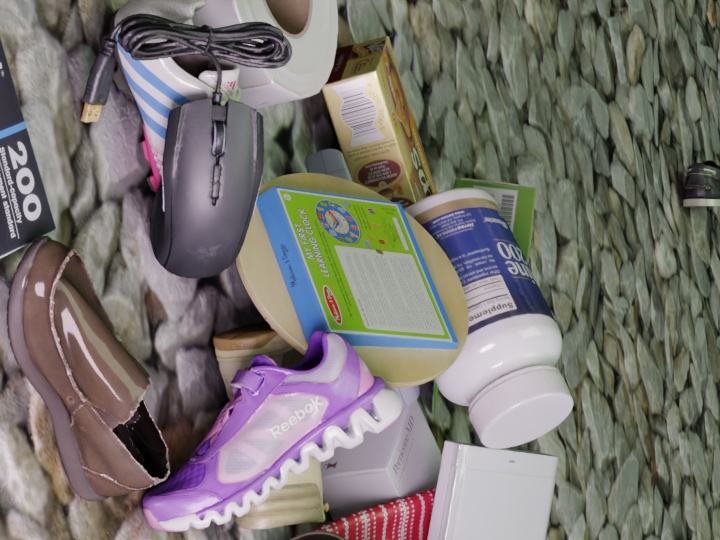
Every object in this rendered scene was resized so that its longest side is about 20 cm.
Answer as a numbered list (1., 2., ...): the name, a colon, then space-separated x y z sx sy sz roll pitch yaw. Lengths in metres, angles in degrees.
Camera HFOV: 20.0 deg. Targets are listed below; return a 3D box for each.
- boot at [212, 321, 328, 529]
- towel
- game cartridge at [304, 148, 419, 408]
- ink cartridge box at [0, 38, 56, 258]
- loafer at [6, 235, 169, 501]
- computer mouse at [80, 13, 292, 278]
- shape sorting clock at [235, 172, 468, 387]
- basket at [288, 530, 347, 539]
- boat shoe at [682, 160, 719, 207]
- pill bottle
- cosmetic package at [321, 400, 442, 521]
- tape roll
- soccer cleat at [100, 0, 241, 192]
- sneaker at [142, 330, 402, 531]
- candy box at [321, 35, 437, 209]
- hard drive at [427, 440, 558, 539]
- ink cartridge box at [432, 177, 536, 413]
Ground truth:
1. boot: -0.051 0.116 1.570 0.200 0.073 0.156 -9 93 -73
2. towel: 0.030 0.256 1.643 0.200 0.022 0.145 -12 104 -45
3. game cartridge: 0.000 0.000 1.673 0.133 0.041 0.200 63 8 -49
4. ink cartridge box: -0.247 -0.102 1.239 0.200 0.043 0.199 -39 117 -65
5. loafer: -0.165 0.062 1.297 0.073 0.071 0.200 -68 151 -47
6. computer mouse: -0.130 -0.082 1.430 0.046 0.140 0.201 -120 -139 -60
7. shape sorting clock: -0.007 0.007 1.547 0.199 0.039 0.200 24 41 -22
8. basket: 0.014 0.300 1.522 0.200 0.136 0.181 25 73 -51
9. boat shoe: 0.516 -0.126 2.950 0.200 0.072 0.068 -7 92 -65
10. pill bottle: 0.099 0.041 1.679 0.111 0.111 0.200 36 27 -58
11. cosmetic package: 0.037 0.212 1.734 0.102 0.071 0.200 -69 142 -49
12. tape roll: -0.090 -0.227 1.608 0.202 0.071 0.203 -9 90 -67
13. soccer cleat: -0.118 -0.107 1.479 0.070 0.086 0.201 -63 138 -54
14. sneaker: -0.072 0.108 1.428 0.089 0.200 0.080 63 -16 -13
15. candy box: 0.024 -0.095 1.816 0.116 0.055 0.201 -72 147 -67
16. hard drive: 0.100 0.246 1.681 0.132 0.026 0.201 12 87 -46
17. ink cartridge box: 0.111 0.030 1.864 0.200 0.075 0.148 87 11 -62
